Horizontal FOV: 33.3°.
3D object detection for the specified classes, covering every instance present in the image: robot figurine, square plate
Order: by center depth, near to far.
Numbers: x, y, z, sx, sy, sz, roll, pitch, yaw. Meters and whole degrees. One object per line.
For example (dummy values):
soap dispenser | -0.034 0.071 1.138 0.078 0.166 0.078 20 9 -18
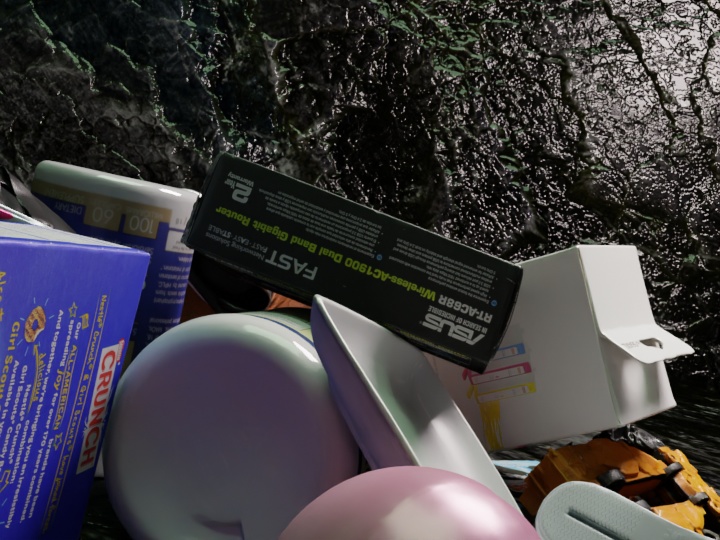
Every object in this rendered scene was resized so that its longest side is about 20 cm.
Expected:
square plate | 0.047 0.117 0.640 0.201 0.028 0.198 60 9 20
robot figurine | 0.202 0.173 0.874 0.199 0.058 0.145 9 37 -52

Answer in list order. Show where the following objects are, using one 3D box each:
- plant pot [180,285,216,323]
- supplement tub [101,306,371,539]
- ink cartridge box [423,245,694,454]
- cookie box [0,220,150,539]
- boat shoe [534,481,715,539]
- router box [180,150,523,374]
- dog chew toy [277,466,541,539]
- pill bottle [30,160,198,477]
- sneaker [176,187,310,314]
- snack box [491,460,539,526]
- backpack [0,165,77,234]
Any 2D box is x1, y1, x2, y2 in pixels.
plant pot | -0.198 0.051 1.016 0.198 0.188 0.186 29 5 9
supplement tub | -0.053 0.096 0.724 0.143 0.147 0.200 12 3 12
ink cartridge box | 0.131 0.060 0.886 0.198 0.127 0.128 -17 -7 31
cookie box | -0.191 0.062 0.555 0.074 0.174 0.200 15 3 17
boat shoe | 0.189 0.188 0.679 0.199 0.072 0.071 33 -18 36
router box | 0.000 0.000 0.763 0.198 0.063 0.150 21 -5 6
dog chew toy | 0.051 0.150 0.407 0.199 0.126 0.124 24 10 40
pill bottle | -0.186 0.034 0.841 0.118 0.203 0.120 11 2 0
sneaker | -0.081 0.021 0.964 0.200 0.076 0.116 31 15 -35
snack box | 0.122 0.180 0.938 0.115 0.038 0.199 15 4 43
backpack | -0.265 -0.010 0.714 0.198 0.152 0.177 12 -11 40
